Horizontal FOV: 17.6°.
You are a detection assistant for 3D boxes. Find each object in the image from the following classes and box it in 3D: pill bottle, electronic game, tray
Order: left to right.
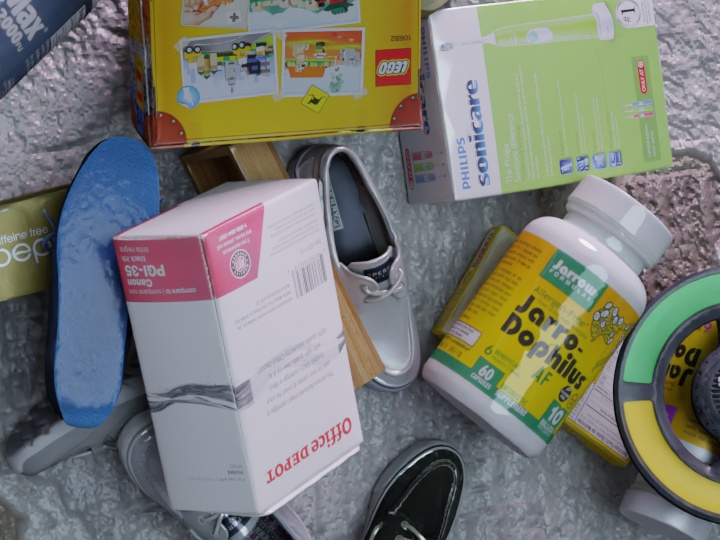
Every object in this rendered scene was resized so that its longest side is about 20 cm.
[{"bbox_3d":[-0.251,-0.204,1.628,0.120,0.119,0.200,48,71,-16],"label":"pill bottle"},{"bbox_3d":[-0.058,-0.007,1.722,0.037,0.098,0.201,-32,102,-23],"label":"tray"},{"bbox_3d":[0.146,0.032,1.768,0.113,0.113,0.200,39,85,-19],"label":"pill bottle"},{"bbox_3d":[0.276,0.113,1.846,0.104,0.104,0.201,28,79,-21],"label":"pill bottle"},{"bbox_3d":[0.292,0.095,1.776,0.198,0.042,0.202,0,79,1],"label":"electronic game"}]

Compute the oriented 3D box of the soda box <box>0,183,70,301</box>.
[{"bbox_3d":[-0.268,-0.011,1.645,0.199,0.064,0.068,-16,96,-25],"label":"soda box"}]

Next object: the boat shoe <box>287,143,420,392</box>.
[{"bbox_3d":[0.000,0.000,1.766,0.073,0.065,0.201,-28,100,-23],"label":"boat shoe"}]

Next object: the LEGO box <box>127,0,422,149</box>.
[{"bbox_3d":[-0.059,-0.172,1.634,0.199,0.077,0.150,-5,109,-15],"label":"LEGO box"}]

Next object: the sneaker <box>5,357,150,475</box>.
[{"bbox_3d":[-0.159,0.108,1.687,0.199,0.075,0.082,-25,106,-19],"label":"sneaker"}]

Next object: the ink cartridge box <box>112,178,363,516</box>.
[{"bbox_3d":[-0.082,0.052,1.611,0.146,0.082,0.201,-30,114,-54],"label":"ink cartridge box"}]

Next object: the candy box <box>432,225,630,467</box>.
[{"bbox_3d":[0.159,0.061,1.859,0.200,0.026,0.103,37,76,-20],"label":"candy box"}]

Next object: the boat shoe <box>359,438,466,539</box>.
[{"bbox_3d":[0.031,0.221,1.776,0.071,0.064,0.201,34,75,-20],"label":"boat shoe"}]

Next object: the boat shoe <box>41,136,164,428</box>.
[{"bbox_3d":[-0.191,0.007,1.611,0.084,0.069,0.201,17,81,-15],"label":"boat shoe"}]

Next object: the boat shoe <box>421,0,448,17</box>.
[{"bbox_3d":[0.072,-0.272,1.774,0.200,0.073,0.063,-57,148,-38],"label":"boat shoe"}]

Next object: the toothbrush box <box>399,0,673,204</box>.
[{"bbox_3d":[0.133,-0.137,1.820,0.199,0.086,0.147,-10,93,-25],"label":"toothbrush box"}]

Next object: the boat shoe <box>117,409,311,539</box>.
[{"bbox_3d":[-0.098,0.174,1.687,0.072,0.069,0.200,-41,126,-4],"label":"boat shoe"}]
